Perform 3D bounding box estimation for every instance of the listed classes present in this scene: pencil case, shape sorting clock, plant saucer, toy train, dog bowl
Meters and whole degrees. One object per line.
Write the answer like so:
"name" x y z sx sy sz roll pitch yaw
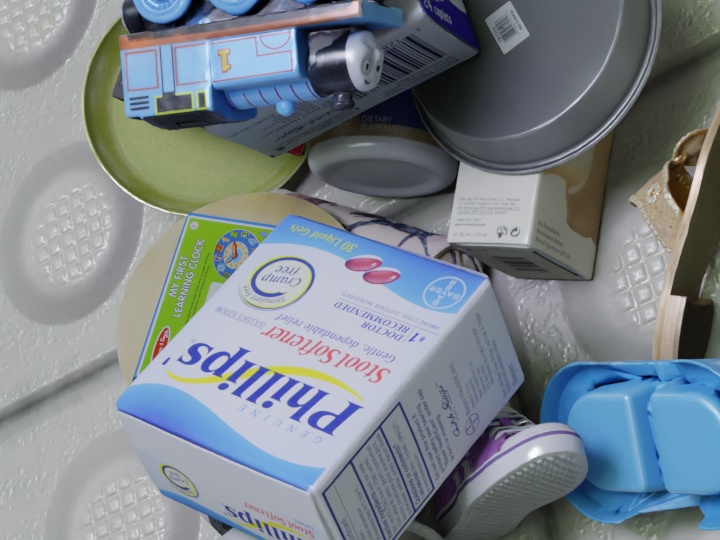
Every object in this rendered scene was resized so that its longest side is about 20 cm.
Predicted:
"pencil case" 0.000 0.000 1.679 0.200 0.078 0.090 16 105 38
"shape sorting clock" -0.088 0.033 1.638 0.200 0.039 0.200 -6 64 13
"plant saucer" -0.127 -0.138 1.800 0.200 0.031 0.200 -1 77 5
"toy train" -0.068 -0.156 1.460 0.200 0.087 0.114 -5 90 24
"dog bowl" 0.205 0.110 1.464 0.200 0.050 0.112 -5 97 52

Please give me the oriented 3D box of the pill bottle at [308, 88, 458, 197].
"pill bottle" 0.024 -0.166 1.692 0.116 0.116 0.200 -6 71 34

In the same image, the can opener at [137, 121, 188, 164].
"can opener" -0.161 -0.174 1.860 0.079 0.063 0.200 3 76 22

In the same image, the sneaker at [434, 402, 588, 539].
"sneaker" 0.091 0.113 1.525 0.200 0.073 0.114 135 132 -61

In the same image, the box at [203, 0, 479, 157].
"box" -0.041 -0.212 1.558 0.184 0.105 0.200 -26 71 21

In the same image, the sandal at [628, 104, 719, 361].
"sandal" 0.216 -0.033 1.535 0.070 0.078 0.212 10 86 31

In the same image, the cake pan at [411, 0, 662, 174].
"cake pan" 0.113 -0.168 1.549 0.200 0.037 0.200 -10 70 30

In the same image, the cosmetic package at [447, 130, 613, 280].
"cosmetic package" 0.131 -0.101 1.602 0.071 0.105 0.200 2 78 34

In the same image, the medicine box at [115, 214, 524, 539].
"medicine box" -0.025 0.081 1.473 0.182 0.103 0.200 19 55 37

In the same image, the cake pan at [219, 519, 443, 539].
"cake pan" -0.033 0.224 1.552 0.200 0.200 0.037 -39 47 20

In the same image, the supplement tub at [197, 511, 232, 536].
"supplement tub" -0.074 0.143 1.658 0.200 0.123 0.123 40 100 37

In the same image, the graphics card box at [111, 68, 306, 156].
"graphics card box" -0.101 -0.169 1.700 0.200 0.051 0.126 20 91 48
